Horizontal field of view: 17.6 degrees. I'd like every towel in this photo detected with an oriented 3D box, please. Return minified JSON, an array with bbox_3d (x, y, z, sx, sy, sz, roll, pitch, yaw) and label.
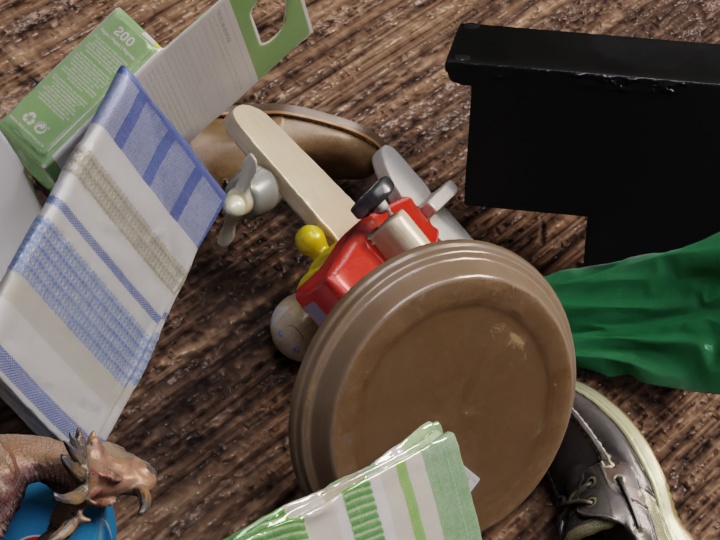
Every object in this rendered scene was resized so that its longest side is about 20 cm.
[{"bbox_3d":[-0.153,0.001,1.354,0.024,0.147,0.201,13,66,31],"label":"towel"},{"bbox_3d":[-0.005,0.189,1.312,0.200,0.023,0.153,-25,107,-38],"label":"towel"}]

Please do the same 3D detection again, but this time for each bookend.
[{"bbox_3d":[0.154,-0.050,1.547,0.198,0.201,0.092,5,22,7],"label":"bookend"}]

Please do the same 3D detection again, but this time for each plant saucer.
[{"bbox_3d":[0.050,0.081,1.379,0.199,0.201,0.029,-8,21,-29],"label":"plant saucer"}]

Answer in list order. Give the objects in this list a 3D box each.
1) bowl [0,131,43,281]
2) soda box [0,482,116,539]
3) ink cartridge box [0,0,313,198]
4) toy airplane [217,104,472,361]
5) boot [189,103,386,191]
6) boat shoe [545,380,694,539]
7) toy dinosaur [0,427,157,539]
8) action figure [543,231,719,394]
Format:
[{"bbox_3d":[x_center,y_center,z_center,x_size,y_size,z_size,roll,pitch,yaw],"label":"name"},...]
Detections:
[{"bbox_3d":[-0.289,-0.030,1.370,0.199,0.075,0.200,6,40,-36],"label":"bowl"},{"bbox_3d":[-0.173,0.204,1.244,0.068,0.064,0.201,-1,50,2],"label":"soda box"},{"bbox_3d":[-0.122,-0.120,1.432,0.048,0.146,0.200,42,81,15],"label":"ink cartridge box"},{"bbox_3d":[0.000,0.000,1.474,0.199,0.141,0.200,33,20,-46],"label":"toy airplane"},{"bbox_3d":[-0.081,-0.070,1.538,0.199,0.074,0.076,5,64,-10],"label":"boot"},{"bbox_3d":[0.155,0.155,1.434,0.065,0.073,0.200,-10,57,-36],"label":"boat shoe"},{"bbox_3d":[-0.211,0.130,1.218,0.135,0.086,0.200,34,65,21],"label":"toy dinosaur"},{"bbox_3d":[0.164,0.034,1.485,0.055,0.199,0.119,38,53,-49],"label":"action figure"}]
